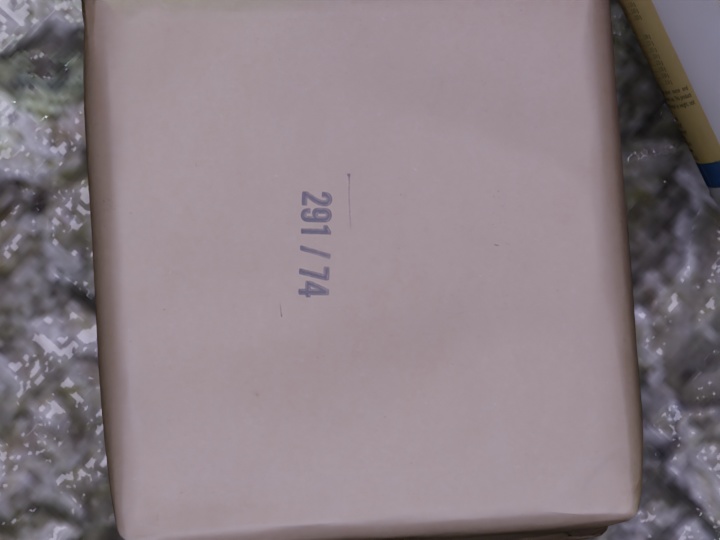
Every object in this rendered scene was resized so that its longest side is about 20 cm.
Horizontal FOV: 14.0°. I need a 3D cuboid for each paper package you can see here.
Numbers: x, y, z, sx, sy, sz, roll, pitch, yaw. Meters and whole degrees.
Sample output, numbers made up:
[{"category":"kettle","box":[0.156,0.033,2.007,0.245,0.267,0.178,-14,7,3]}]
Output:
[{"category":"paper package","box":[0.000,0.000,1.050,0.191,0.103,0.200,-3,81,-1]}]

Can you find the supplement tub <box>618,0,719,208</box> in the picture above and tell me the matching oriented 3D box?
[{"category":"supplement tub","box":[0.154,-0.130,1.032,0.145,0.145,0.200,-26,95,-4]}]
